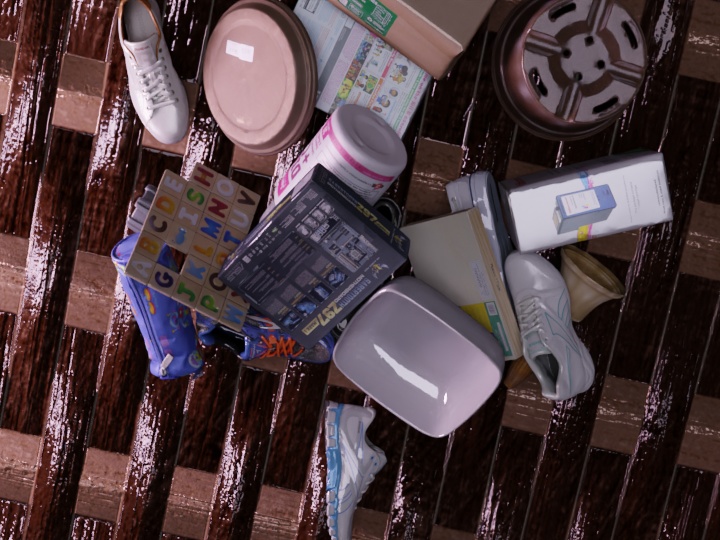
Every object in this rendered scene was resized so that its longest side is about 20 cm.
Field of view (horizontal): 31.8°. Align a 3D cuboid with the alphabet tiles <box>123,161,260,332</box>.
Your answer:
[{"bbox_3d":[-0.198,-0.040,1.630,0.165,0.008,0.202,27,55,-16],"label":"alphabet tiles"}]

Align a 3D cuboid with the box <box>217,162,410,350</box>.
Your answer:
[{"bbox_3d":[-0.058,-0.014,1.574,0.157,0.051,0.200,38,121,-14],"label":"box"}]

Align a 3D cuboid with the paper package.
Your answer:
[{"bbox_3d":[0.079,-0.370,1.567,0.199,0.104,0.192,36,66,-3],"label":"paper package"}]

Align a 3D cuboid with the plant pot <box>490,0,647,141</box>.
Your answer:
[{"bbox_3d":[0.263,-0.258,1.562,0.196,0.198,0.204,0,97,4],"label":"plant pot"}]

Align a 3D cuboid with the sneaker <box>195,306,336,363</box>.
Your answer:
[{"bbox_3d":[-0.129,0.091,1.675,0.196,0.079,0.076,12,128,1],"label":"sneaker"}]

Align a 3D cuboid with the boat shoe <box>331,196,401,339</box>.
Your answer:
[{"bbox_3d":[0.000,0.000,1.674,0.070,0.064,0.203,18,99,1],"label":"boat shoe"}]

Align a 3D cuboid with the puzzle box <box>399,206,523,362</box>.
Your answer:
[{"bbox_3d":[0.132,0.025,1.650,0.132,0.025,0.203,-11,101,49],"label":"puzzle box"}]

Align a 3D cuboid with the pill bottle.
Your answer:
[{"bbox_3d":[-0.040,-0.103,1.611,0.113,0.114,0.200,40,122,-2],"label":"pill bottle"}]

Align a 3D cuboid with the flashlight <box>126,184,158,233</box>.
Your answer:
[{"bbox_3d":[-0.214,-0.035,1.685,0.198,0.068,0.068,33,106,-7],"label":"flashlight"}]

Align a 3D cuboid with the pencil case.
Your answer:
[{"bbox_3d":[-0.263,0.050,1.655,0.077,0.087,0.203,-6,117,16],"label":"pencil case"}]

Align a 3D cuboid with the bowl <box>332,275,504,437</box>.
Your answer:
[{"bbox_3d":[0.079,0.102,1.633,0.199,0.075,0.200,35,136,-3],"label":"bowl"}]

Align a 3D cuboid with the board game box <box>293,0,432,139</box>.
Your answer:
[{"bbox_3d":[-0.006,-0.270,1.641,0.198,0.064,0.149,28,99,0],"label":"board game box"}]

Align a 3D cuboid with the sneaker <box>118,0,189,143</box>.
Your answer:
[{"bbox_3d":[-0.278,-0.261,1.646,0.072,0.085,0.203,-16,98,3],"label":"sneaker"}]

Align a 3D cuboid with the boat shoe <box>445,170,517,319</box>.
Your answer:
[{"bbox_3d":[0.161,-0.028,1.670,0.066,0.073,0.204,-10,92,25],"label":"boat shoe"}]

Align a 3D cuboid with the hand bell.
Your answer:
[{"bbox_3d":[0.250,0.075,1.674,0.103,0.104,0.201,34,110,-2],"label":"hand bell"}]

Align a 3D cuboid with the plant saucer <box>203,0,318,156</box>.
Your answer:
[{"bbox_3d":[-0.135,-0.247,1.611,0.198,0.029,0.204,10,105,40],"label":"plant saucer"}]

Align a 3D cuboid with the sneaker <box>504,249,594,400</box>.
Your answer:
[{"bbox_3d":[0.232,0.069,1.598,0.070,0.080,0.203,-26,87,39],"label":"sneaker"}]

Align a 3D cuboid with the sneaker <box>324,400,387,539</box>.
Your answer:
[{"bbox_3d":[-0.006,0.278,1.709,0.085,0.075,0.204,0,98,-3],"label":"sneaker"}]

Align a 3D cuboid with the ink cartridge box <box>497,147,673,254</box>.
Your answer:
[{"bbox_3d":[0.282,-0.091,1.608,0.196,0.145,0.089,-11,98,3],"label":"ink cartridge box"}]
